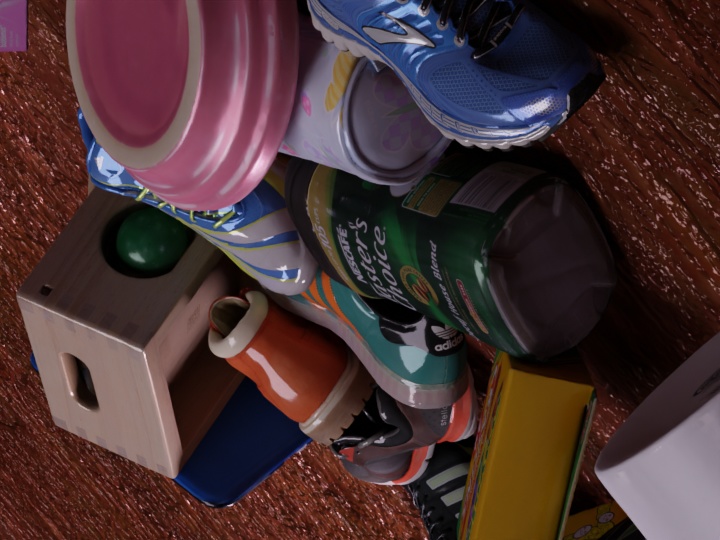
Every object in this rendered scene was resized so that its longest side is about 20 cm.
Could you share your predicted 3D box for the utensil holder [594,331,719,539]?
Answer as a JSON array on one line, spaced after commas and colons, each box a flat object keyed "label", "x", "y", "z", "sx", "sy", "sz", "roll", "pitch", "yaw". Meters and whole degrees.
[{"label": "utensil holder", "x": 0.234, "y": 0.119, "z": 1.361, "sx": 0.200, "sy": 0.170, "sz": 0.170, "roll": 49, "pitch": 161, "yaw": -1}]

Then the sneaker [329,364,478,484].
[{"label": "sneaker", "x": 0.009, "y": 0.097, "z": 1.876, "sx": 0.200, "sy": 0.082, "sz": 0.077, "roll": 134, "pitch": 125, "yaw": -64}]

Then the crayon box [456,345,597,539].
[{"label": "crayon box", "x": 0.091, "y": 0.108, "z": 1.584, "sx": 0.051, "sy": 0.127, "sz": 0.200, "roll": 12, "pitch": -174, "yaw": -1}]

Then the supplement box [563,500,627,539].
[{"label": "supplement box", "x": 0.114, "y": 0.238, "z": 1.798, "sx": 0.200, "sy": 0.110, "sz": 0.109, "roll": -22, "pitch": 116, "yaw": 33}]

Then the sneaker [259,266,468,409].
[{"label": "sneaker", "x": 0.000, "y": 0.000, "z": 1.770, "sx": 0.200, "sy": 0.071, "sz": 0.080, "roll": 39, "pitch": 141, "yaw": 36}]

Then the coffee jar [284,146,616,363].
[{"label": "coffee jar", "x": 0.045, "y": -0.022, "z": 1.588, "sx": 0.200, "sy": 0.085, "sz": 0.104, "roll": 21, "pitch": 149, "yaw": 51}]

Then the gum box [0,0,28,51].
[{"label": "gum box", "x": -0.267, "y": -0.209, "z": 1.797, "sx": 0.200, "sy": 0.113, "sz": 0.066, "roll": 107, "pitch": 161, "yaw": -68}]

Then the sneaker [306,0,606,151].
[{"label": "sneaker", "x": 0.036, "y": -0.129, "z": 1.401, "sx": 0.200, "sy": 0.079, "sz": 0.089, "roll": 32, "pitch": 159, "yaw": 35}]

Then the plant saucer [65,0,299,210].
[{"label": "plant saucer", "x": -0.107, "y": -0.132, "z": 1.570, "sx": 0.200, "sy": 0.051, "sz": 0.201, "roll": 12, "pitch": 104, "yaw": 55}]

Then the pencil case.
[{"label": "pencil case", "x": -0.031, "y": -0.105, "z": 1.579, "sx": 0.200, "sy": 0.083, "sz": 0.091, "roll": 18, "pitch": 150, "yaw": 54}]

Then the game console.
[{"label": "game console", "x": -0.105, "y": 0.092, "z": 2.018, "sx": 0.200, "sy": 0.118, "sz": 0.171, "roll": 36, "pitch": 177, "yaw": 27}]

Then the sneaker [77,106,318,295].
[{"label": "sneaker", "x": -0.110, "y": -0.048, "z": 1.763, "sx": 0.200, "sy": 0.105, "sz": 0.076, "roll": 48, "pitch": 136, "yaw": 38}]

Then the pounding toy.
[{"label": "pounding toy", "x": -0.148, "y": -0.008, "z": 1.897, "sx": 0.142, "sy": 0.184, "sz": 0.200, "roll": 22, "pitch": 149, "yaw": 20}]

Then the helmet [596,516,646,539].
[{"label": "helmet", "x": 0.199, "y": 0.211, "z": 1.559, "sx": 0.200, "sy": 0.200, "sz": 0.191, "roll": 39, "pitch": 177, "yaw": 18}]

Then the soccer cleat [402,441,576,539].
[{"label": "soccer cleat", "x": 0.069, "y": 0.166, "z": 1.925, "sx": 0.200, "sy": 0.081, "sz": 0.068, "roll": 30, "pitch": 156, "yaw": 37}]

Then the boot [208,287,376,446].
[{"label": "boot", "x": -0.053, "y": 0.043, "z": 1.868, "sx": 0.107, "sy": 0.075, "sz": 0.200, "roll": 36, "pitch": -177, "yaw": -11}]
